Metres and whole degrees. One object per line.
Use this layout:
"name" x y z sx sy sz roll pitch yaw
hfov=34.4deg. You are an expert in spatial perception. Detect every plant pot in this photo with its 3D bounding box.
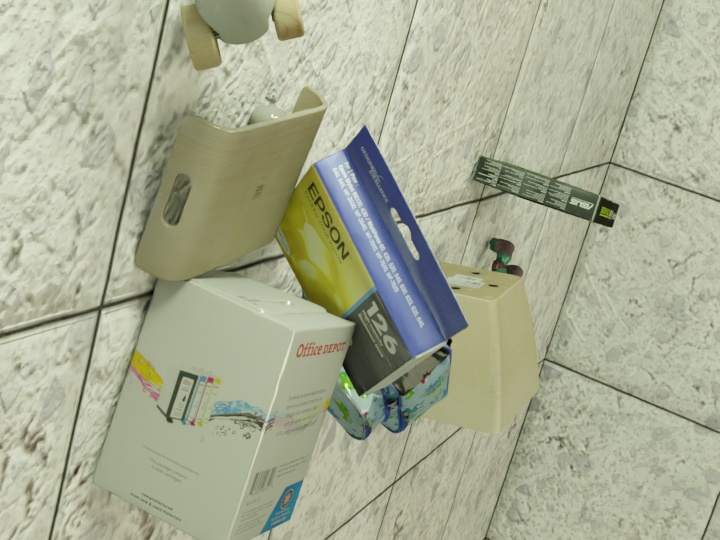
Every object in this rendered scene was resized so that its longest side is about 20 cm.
"plant pot" 0.146 0.097 1.674 0.199 0.197 0.180 -28 125 -61

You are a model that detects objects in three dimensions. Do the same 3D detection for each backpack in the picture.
"backpack" 0.007 0.096 1.316 0.146 0.183 0.201 -38 157 -11

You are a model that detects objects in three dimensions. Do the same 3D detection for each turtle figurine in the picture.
"turtle figurine" 0.214 0.052 1.935 0.151 0.099 0.201 85 27 -51

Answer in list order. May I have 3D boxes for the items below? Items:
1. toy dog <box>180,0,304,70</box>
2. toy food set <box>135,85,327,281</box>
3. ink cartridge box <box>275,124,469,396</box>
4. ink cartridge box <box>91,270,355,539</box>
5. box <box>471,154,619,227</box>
"toy dog" -0.094 -0.224 0.823 0.130 0.098 0.200 -13 167 -22
"toy food set" -0.111 -0.083 1.006 0.199 0.060 0.145 -29 148 -59
"ink cartridge box" 0.000 0.000 1.066 0.046 0.200 0.200 -23 169 -25
"ink cartridge box" -0.118 0.116 1.039 0.147 0.143 0.203 3 107 -70
"box" 0.289 -0.120 1.793 0.193 0.197 0.048 -5 114 -69
